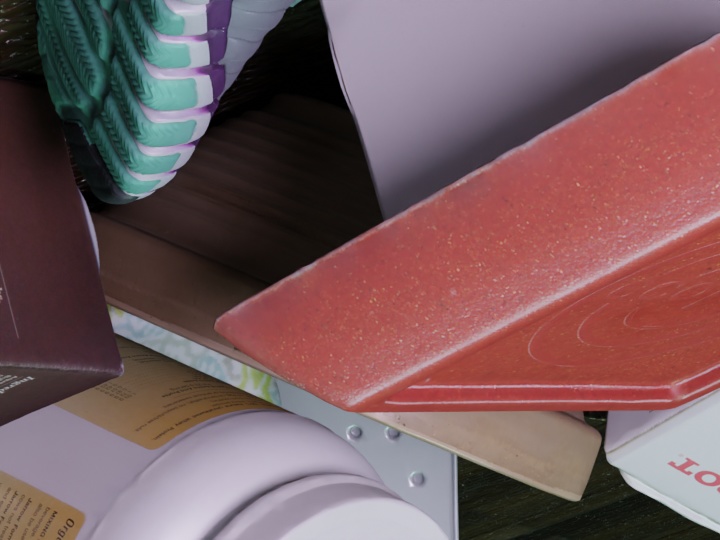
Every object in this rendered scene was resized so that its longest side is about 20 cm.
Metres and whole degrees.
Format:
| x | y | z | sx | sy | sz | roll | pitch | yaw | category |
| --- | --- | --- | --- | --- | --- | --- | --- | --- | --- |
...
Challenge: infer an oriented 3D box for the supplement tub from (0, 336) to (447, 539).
| x | y | z | sx | sy | sz | roll | pitch | yaw | category |
| --- | --- | --- | --- | --- | --- | --- | --- | --- | --- |
| -0.075 | 0.104 | 0.964 | 0.144 | 0.145 | 0.200 | -3 | -163 | -44 | supplement tub |

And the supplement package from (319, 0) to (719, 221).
| x | y | z | sx | sy | sz | roll | pitch | yaw | category |
| --- | --- | --- | --- | --- | --- | --- | --- | --- | --- |
| 0.102 | -0.087 | 0.805 | 0.199 | 0.122 | 0.120 | -24 | 163 | 27 | supplement package |

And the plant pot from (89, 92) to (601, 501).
| x | y | z | sx | sy | sz | roll | pitch | yaw | category |
| --- | --- | --- | --- | --- | --- | --- | --- | --- | --- |
| 0.000 | 0.000 | 0.989 | 0.200 | 0.093 | 0.201 | 23 | 177 | 1 | plant pot |

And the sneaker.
| x | y | z | sx | sy | sz | roll | pitch | yaw | category |
| --- | --- | --- | --- | --- | --- | --- | --- | --- | --- |
| -0.031 | -0.079 | 0.785 | 0.087 | 0.075 | 0.200 | -17 | 166 | -21 | sneaker |

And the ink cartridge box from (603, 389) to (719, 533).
| x | y | z | sx | sy | sz | roll | pitch | yaw | category |
| --- | --- | --- | --- | --- | --- | --- | --- | --- | --- |
| 0.200 | 0.024 | 0.963 | 0.145 | 0.084 | 0.200 | 29 | 139 | -26 | ink cartridge box |

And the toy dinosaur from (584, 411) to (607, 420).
| x | y | z | sx | sy | sz | roll | pitch | yaw | category |
| --- | --- | --- | --- | --- | --- | --- | --- | --- | --- |
| 0.072 | 0.008 | 1.227 | 0.199 | 0.103 | 0.077 | 9 | -177 | -36 | toy dinosaur |

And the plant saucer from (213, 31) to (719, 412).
| x | y | z | sx | sy | sz | roll | pitch | yaw | category |
| --- | --- | --- | --- | --- | --- | --- | --- | --- | --- |
| 0.095 | -0.005 | 0.786 | 0.200 | 0.037 | 0.199 | -30 | 159 | 37 | plant saucer |

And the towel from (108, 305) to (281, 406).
| x | y | z | sx | sy | sz | roll | pitch | yaw | category |
| --- | --- | --- | --- | --- | --- | --- | --- | --- | --- |
| -0.109 | 0.096 | 1.109 | 0.170 | 0.201 | 0.048 | -13 | -170 | -16 | towel |

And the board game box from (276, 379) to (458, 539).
| x | y | z | sx | sy | sz | roll | pitch | yaw | category |
| --- | --- | --- | --- | --- | --- | --- | --- | --- | --- |
| -0.057 | 0.121 | 1.169 | 0.199 | 0.201 | 0.026 | 1 | -170 | 10 | board game box |

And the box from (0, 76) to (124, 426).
| x | y | z | sx | sy | sz | roll | pitch | yaw | category |
| --- | --- | --- | --- | --- | --- | --- | --- | --- | --- |
| -0.163 | -0.009 | 0.836 | 0.075 | 0.101 | 0.200 | -24 | 164 | 30 | box |
